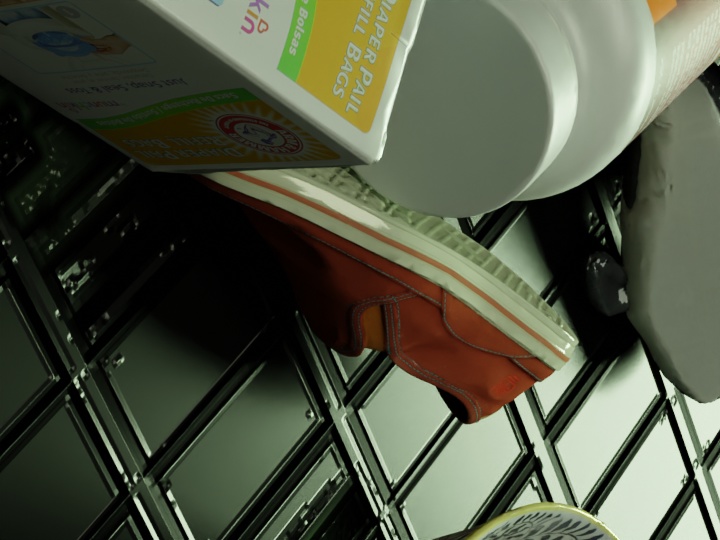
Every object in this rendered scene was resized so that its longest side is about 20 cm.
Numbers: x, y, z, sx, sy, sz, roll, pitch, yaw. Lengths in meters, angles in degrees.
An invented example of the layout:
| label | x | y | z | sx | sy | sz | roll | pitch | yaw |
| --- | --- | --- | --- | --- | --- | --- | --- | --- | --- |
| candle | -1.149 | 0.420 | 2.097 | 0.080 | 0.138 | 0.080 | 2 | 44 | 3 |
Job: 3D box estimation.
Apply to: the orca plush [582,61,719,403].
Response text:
| label | x | y | z | sx | sy | sz | roll | pitch | yaw |
| --- | --- | --- | --- | --- | --- | --- | --- | --- | --- |
| orca plush | 0.131 | -0.039 | 0.991 | 0.105 | 0.071 | 0.200 | -30 | 121 | 4 |

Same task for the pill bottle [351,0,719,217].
| label | x | y | z | sx | sy | sz | roll | pitch | yaw |
| --- | --- | --- | --- | --- | --- | --- | --- | --- | --- |
| pill bottle | 0.067 | -0.093 | 0.818 | 0.200 | 0.113 | 0.113 | -42 | 125 | -55 |

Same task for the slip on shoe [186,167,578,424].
| label | x | y | z | sx | sy | sz | roll | pitch | yaw |
| --- | --- | --- | --- | --- | --- | --- | --- | --- | --- |
| slip on shoe | 0.000 | 0.000 | 0.802 | 0.061 | 0.074 | 0.200 | -48 | 132 | 8 |

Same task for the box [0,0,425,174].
| label | x | y | z | sx | sy | sz | roll | pitch | yaw |
| --- | --- | --- | --- | --- | --- | --- | --- | --- | --- |
| box | -0.076 | -0.119 | 0.650 | 0.200 | 0.101 | 0.113 | 34 | 66 | -42 |

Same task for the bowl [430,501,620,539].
| label | x | y | z | sx | sy | sz | roll | pitch | yaw |
| --- | --- | --- | --- | --- | --- | --- | --- | --- | --- |
| bowl | 0.023 | 0.180 | 0.818 | 0.201 | 0.094 | 0.201 | -4 | 96 | -53 |
